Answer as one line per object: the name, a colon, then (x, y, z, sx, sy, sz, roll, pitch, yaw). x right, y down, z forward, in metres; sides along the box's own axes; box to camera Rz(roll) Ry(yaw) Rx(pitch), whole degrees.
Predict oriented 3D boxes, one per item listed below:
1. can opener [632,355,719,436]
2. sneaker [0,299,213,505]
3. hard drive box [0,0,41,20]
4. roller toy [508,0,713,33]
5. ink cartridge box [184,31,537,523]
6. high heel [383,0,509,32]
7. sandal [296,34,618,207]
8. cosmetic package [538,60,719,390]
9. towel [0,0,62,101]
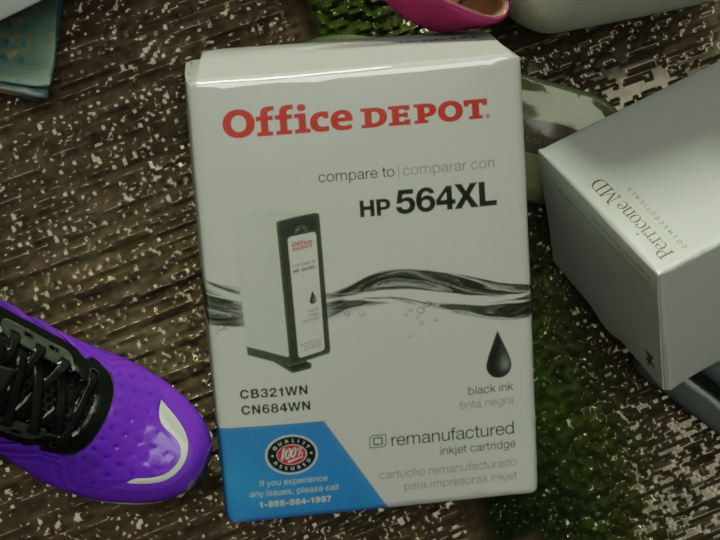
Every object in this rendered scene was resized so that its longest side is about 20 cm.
can opener: (0.220, 0.093, 0.781, 0.200, 0.053, 0.066, 41, 45, 1)
sneaker: (-0.161, 0.051, 0.721, 0.199, 0.100, 0.070, 27, 83, -3)
hard drive box: (-0.130, -0.217, 0.700, 0.200, 0.156, 0.077, -31, 48, -24)
roller toy: (0.108, -0.205, 0.723, 0.139, 0.200, 0.183, -13, 97, -9)
ink cartridge box: (0.000, 0.000, 0.722, 0.145, 0.084, 0.201, -6, 105, -3)
high heel: (-0.014, -0.175, 0.686, 0.200, 0.096, 0.068, 32, 90, -36)
sandal: (0.040, -0.076, 0.782, 0.200, 0.057, 0.080, 4, 83, -6)
cosmetic package: (0.197, -0.043, 0.760, 0.199, 0.085, 0.108, -27, 47, -13)
towel: (-0.238, -0.169, 0.779, 0.199, 0.022, 0.147, 9, 82, -4)
